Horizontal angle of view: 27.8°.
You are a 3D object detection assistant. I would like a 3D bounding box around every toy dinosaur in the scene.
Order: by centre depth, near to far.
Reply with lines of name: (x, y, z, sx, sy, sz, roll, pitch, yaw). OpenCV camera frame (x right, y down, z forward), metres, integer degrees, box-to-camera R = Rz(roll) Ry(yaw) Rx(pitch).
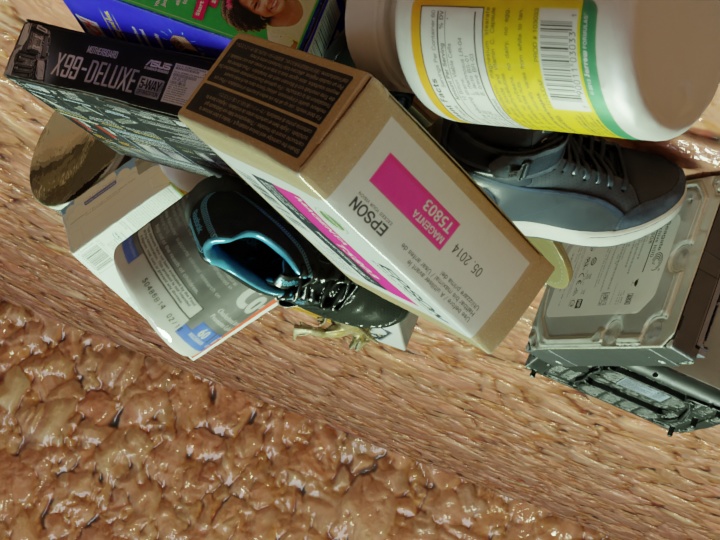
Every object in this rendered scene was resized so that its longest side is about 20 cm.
toy dinosaur: (-0.021, 0.053, 1.578, 0.100, 0.059, 0.200, 7, 174, -1)

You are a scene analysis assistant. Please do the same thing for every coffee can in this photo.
coffee can: (-0.207, -0.083, 1.450, 0.145, 0.148, 0.199, 8, 160, 46)

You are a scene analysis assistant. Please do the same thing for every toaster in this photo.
toaster: (0.264, 0.064, 1.307, 0.198, 0.120, 0.181, 23, 167, 1)

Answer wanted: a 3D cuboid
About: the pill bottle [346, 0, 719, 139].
pill bottle: (0.091, -0.136, 0.803, 0.199, 0.114, 0.113, 10, 162, 41)

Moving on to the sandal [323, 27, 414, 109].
sandal: (0.012, -0.119, 1.053, 0.045, 0.075, 0.201, 51, 164, 22)

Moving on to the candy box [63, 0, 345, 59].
candy box: (-0.108, -0.180, 1.069, 0.198, 0.078, 0.169, 19, 168, 12)

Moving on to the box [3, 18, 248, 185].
box: (-0.145, -0.118, 1.098, 0.198, 0.050, 0.158, 16, 170, 31)

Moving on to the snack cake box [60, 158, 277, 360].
snack cake box: (-0.175, -0.014, 1.375, 0.200, 0.114, 0.067, 49, -169, -44)

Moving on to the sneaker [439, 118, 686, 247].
sneaker: (0.148, -0.088, 1.002, 0.200, 0.078, 0.147, -2, 142, -12)

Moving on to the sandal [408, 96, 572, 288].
sandal: (0.106, -0.087, 1.118, 0.212, 0.070, 0.078, 45, 159, 5)

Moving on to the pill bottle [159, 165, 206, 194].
pill bottle: (-0.112, -0.104, 1.290, 0.112, 0.114, 0.200, 14, 164, 30)

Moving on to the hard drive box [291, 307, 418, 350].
hard drive box: (-0.013, 0.007, 1.633, 0.154, 0.078, 0.200, 19, 166, 12)

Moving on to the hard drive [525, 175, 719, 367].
hard drive: (0.210, 0.004, 1.119, 0.038, 0.141, 0.200, 27, 167, -22)

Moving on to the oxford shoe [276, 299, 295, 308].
oxford shoe: (0.000, 0.000, 1.248, 0.071, 0.074, 0.199, 29, 157, -33)

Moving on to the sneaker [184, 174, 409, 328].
sneaker: (-0.046, 0.004, 1.109, 0.198, 0.074, 0.082, 24, -156, -21)

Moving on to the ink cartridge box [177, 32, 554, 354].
ink cartridge box: (0.002, -0.049, 0.913, 0.200, 0.075, 0.164, 43, 172, -35)

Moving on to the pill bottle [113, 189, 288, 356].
pill bottle: (-0.093, -0.030, 1.195, 0.114, 0.199, 0.114, 54, -175, -7)
